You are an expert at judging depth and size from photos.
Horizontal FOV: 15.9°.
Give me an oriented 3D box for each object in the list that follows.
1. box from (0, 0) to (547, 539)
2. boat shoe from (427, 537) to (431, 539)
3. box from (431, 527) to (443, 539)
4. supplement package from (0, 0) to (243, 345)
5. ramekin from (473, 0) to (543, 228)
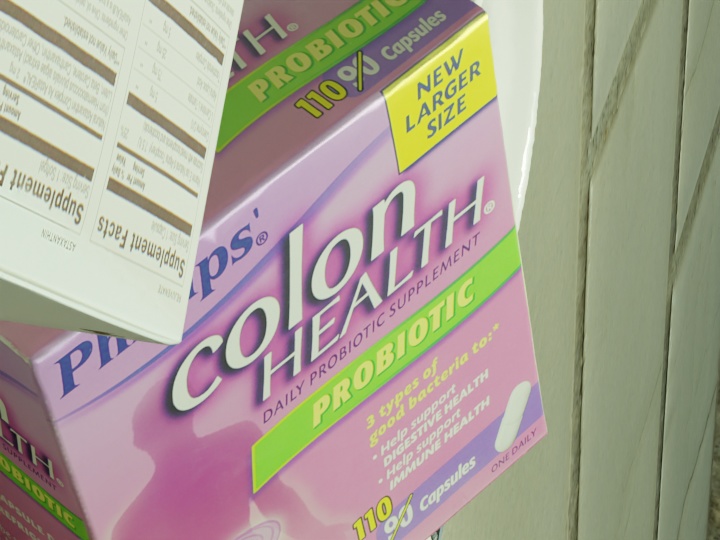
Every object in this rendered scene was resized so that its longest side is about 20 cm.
[{"bbox_3d":[-0.042,0.019,0.805,0.176,0.097,0.200,-38,141,-23],"label":"box"},{"bbox_3d":[0.000,0.118,0.917,0.072,0.066,0.200,-48,-165,26],"label":"boat shoe"},{"bbox_3d":[0.007,0.140,1.385,0.200,0.040,0.137,62,39,-68],"label":"box"},{"bbox_3d":[-0.109,-0.101,0.518,0.151,0.152,0.200,34,66,-75],"label":"supplement package"},{"bbox_3d":[0.016,-0.062,1.175,0.200,0.098,0.201,9,90,-77],"label":"ramekin"}]
